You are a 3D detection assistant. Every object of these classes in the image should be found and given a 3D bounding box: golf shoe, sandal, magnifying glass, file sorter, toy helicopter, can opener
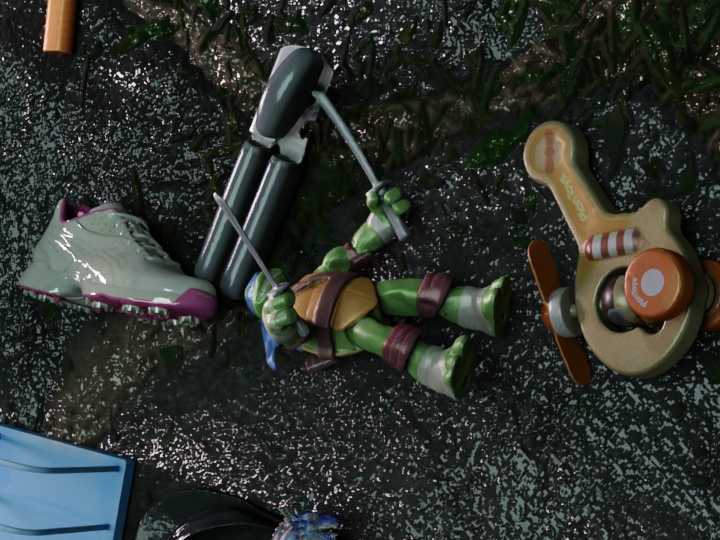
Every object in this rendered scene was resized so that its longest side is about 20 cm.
[{"bbox_3d":[-0.184,-0.009,1.526,0.199,0.075,0.092,10,81,39],"label":"golf shoe"},{"bbox_3d":[-0.090,0.208,1.479,0.199,0.048,0.076,7,90,29],"label":"sandal"},{"bbox_3d":[-0.237,-0.277,1.613,0.079,0.022,0.202,4,89,30],"label":"magnifying glass"},{"bbox_3d":[-0.281,0.233,1.544,0.138,0.122,0.202,11,92,30],"label":"file sorter"},{"bbox_3d":[0.160,-0.014,1.352,0.132,0.078,0.201,-44,56,29],"label":"toy helicopter"},{"bbox_3d":[-0.077,-0.077,1.487,0.052,0.066,0.202,29,106,29],"label":"can opener"}]

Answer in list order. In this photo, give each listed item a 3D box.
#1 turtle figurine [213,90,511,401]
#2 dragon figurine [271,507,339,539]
[{"bbox_3d":[0.000,0.000,1.385,0.192,0.144,0.202,17,107,22],"label":"turtle figurine"},{"bbox_3d":[-0.101,0.233,1.424,0.198,0.059,0.100,-17,75,6],"label":"dragon figurine"}]
